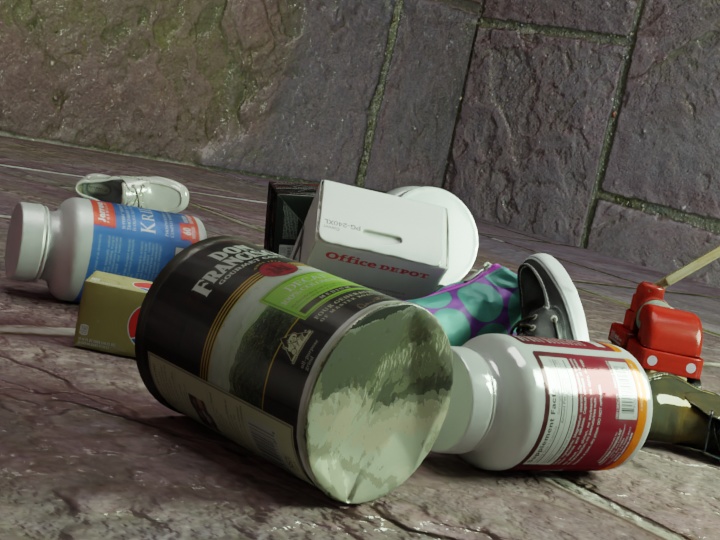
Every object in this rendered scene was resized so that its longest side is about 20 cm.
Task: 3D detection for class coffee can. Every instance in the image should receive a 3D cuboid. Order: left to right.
[{"bbox_3d":[-0.052,0.068,0.913,0.146,0.147,0.199,5,11,-46],"label":"coffee can"}]

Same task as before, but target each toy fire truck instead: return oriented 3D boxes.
[{"bbox_3d":[0.374,0.058,1.482,0.128,0.201,0.176,11,7,-3],"label":"toy fire truck"}]

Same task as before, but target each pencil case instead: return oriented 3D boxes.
[{"bbox_3d":[0.078,0.053,1.254,0.199,0.093,0.085,-16,7,-33],"label":"pencil case"}]

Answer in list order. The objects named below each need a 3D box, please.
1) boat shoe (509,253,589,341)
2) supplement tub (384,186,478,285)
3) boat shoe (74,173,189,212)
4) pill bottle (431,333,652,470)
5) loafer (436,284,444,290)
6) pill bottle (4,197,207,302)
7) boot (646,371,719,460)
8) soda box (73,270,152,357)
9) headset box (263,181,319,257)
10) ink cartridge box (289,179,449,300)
[{"bbox_3d":[0.181,0.075,1.206,0.066,0.201,0.070,-2,-23,-23],"label":"boat shoe"},{"bbox_3d":[0.050,-0.024,1.540,0.144,0.147,0.200,10,-12,-19],"label":"supplement tub"},{"bbox_3d":[-0.402,-0.130,2.148,0.198,0.071,0.069,4,8,5],"label":"boat shoe"},{"bbox_3d":[0.141,0.111,1.035,0.199,0.114,0.113,7,9,-35],"label":"pill bottle"},{"bbox_3d":[0.167,0.072,1.423,0.199,0.073,0.073,19,-26,-11],"label":"loafer"},{"bbox_3d":[-0.274,-0.018,1.326,0.199,0.113,0.112,8,8,-27],"label":"pill bottle"},{"bbox_3d":[0.340,0.149,1.232,0.199,0.075,0.097,8,5,-43],"label":"boot"},{"bbox_3d":[-0.162,0.054,1.158,0.199,0.064,0.068,11,7,-5],"label":"soda box"},{"bbox_3d":[-0.085,-0.035,1.601,0.074,0.150,0.200,3,8,-8],"label":"headset box"},{"bbox_3d":[0.000,0.000,1.347,0.144,0.084,0.200,12,-34,-11],"label":"ink cartridge box"}]
